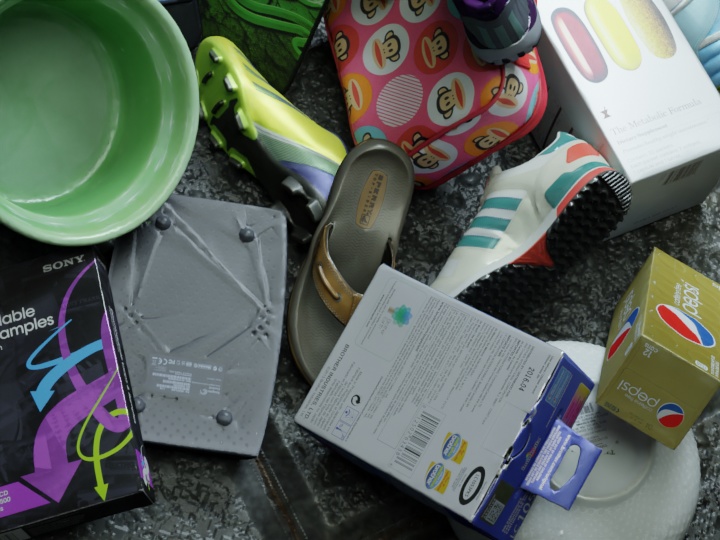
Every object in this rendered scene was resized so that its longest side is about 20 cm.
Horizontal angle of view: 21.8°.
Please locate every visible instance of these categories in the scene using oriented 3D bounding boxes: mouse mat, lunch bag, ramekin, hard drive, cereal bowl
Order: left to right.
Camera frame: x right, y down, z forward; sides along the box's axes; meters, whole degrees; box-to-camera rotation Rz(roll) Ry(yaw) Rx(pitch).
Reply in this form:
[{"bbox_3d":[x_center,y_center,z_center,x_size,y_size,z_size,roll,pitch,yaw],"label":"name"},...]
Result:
[{"bbox_3d":[-0.227,-0.121,1.364,0.199,0.098,0.201,-5,99,-34],"label":"ramekin"},{"bbox_3d":[-0.126,0.042,1.395,0.134,0.042,0.201,8,65,-6],"label":"hard drive"},{"bbox_3d":[-0.109,-0.251,1.474,0.200,0.161,0.008,36,35,13],"label":"mouse mat"},{"bbox_3d":[0.065,-0.181,1.460,0.082,0.176,0.201,17,52,-46],"label":"lunch bag"},{"bbox_3d":[0.160,0.139,1.378,0.199,0.083,0.201,3,65,-8],"label":"cereal bowl"}]

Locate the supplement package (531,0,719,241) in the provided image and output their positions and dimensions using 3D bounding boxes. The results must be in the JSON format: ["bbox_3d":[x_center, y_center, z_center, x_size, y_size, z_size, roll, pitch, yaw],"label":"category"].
[{"bbox_3d":[0.200,-0.144,1.502,0.113,0.110,0.201,-21,70,-19],"label":"supplement package"}]

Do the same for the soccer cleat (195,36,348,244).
[{"bbox_3d":[-0.061,-0.105,1.473,0.083,0.065,0.200,-22,68,-38],"label":"soccer cleat"}]

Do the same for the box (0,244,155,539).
[{"bbox_3d":[-0.236,0.090,1.333,0.142,0.036,0.201,-17,64,2],"label":"box"}]

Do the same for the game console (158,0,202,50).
[{"bbox_3d":[-0.222,-0.249,1.422,0.175,0.116,0.201,-8,103,1],"label":"game console"}]

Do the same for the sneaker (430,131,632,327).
[{"bbox_3d":[0.112,-0.026,1.439,0.200,0.070,0.094,-42,43,9],"label":"sneaker"}]

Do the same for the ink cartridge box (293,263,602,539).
[{"bbox_3d":[0.071,0.101,1.320,0.199,0.076,0.137,26,83,34],"label":"ink cartridge box"}]

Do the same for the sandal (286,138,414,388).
[{"bbox_3d":[0.000,0.000,1.395,0.081,0.055,0.201,18,88,-16],"label":"sandal"}]

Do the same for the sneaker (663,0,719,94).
[{"bbox_3d":[0.328,-0.216,1.585,0.200,0.079,0.131,-37,90,-32],"label":"sneaker"}]

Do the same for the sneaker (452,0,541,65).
[{"bbox_3d":[0.080,-0.253,1.378,0.074,0.088,0.201,-26,62,9],"label":"sneaker"}]

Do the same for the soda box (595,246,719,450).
[{"bbox_3d":[0.223,0.053,1.374,0.068,0.064,0.200,31,21,0],"label":"soda box"}]
